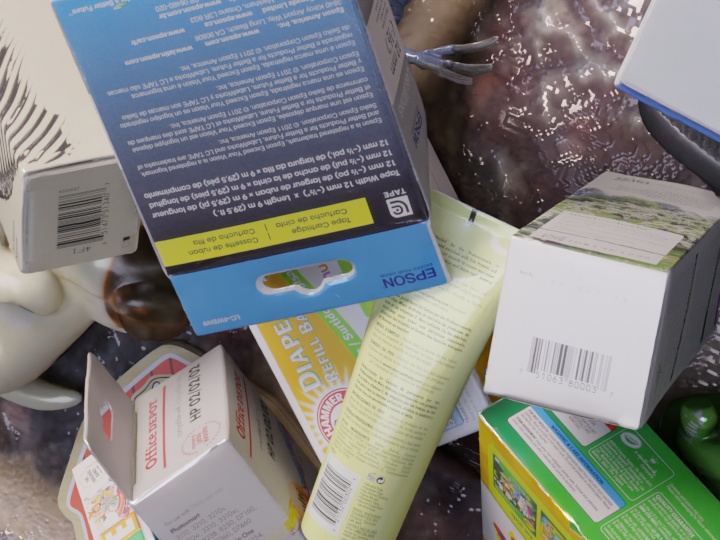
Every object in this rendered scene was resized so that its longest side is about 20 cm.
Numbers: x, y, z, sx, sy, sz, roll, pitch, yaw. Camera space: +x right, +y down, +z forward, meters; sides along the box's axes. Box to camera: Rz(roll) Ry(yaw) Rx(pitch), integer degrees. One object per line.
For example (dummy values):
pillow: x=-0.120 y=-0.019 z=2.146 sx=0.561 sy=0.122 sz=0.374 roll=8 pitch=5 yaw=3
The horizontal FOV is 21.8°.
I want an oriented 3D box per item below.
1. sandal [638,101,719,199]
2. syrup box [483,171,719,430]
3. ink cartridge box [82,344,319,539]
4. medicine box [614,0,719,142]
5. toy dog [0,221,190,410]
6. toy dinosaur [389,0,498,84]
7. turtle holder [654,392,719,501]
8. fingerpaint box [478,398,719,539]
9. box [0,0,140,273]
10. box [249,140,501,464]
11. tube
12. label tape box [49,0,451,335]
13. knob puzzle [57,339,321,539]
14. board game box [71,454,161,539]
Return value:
sandal: x=0.223 y=-0.037 z=0.969 sx=0.200 sy=0.076 sz=0.043 roll=38 pitch=136 yaw=9
syrup box: x=0.132 y=0.009 z=0.942 sx=0.078 sy=0.200 sz=0.082 roll=13 pitch=105 yaw=18
ink cartridge box: x=-0.070 y=0.125 z=1.046 sx=0.068 sy=0.115 sz=0.200 roll=-33 pitch=114 yaw=8
medicine box: x=0.236 y=-0.102 z=0.874 sx=0.181 sy=0.200 sz=0.104 roll=29 pitch=110 yaw=12
toy dog: x=-0.178 y=0.002 z=1.099 sx=0.199 sy=0.140 sz=0.195 roll=-13 pitch=111 yaw=24
toy dinosaur: x=-0.012 y=-0.165 z=0.991 sx=0.199 sy=0.181 sz=0.106 roll=22 pitch=125 yaw=47
turtle holder: x=0.223 y=0.118 z=0.968 sx=0.184 sy=0.141 sz=0.133 roll=-7 pitch=102 yaw=21
fingerpaint box: x=0.146 y=0.171 z=0.963 sx=0.200 sy=0.073 sz=0.168 roll=49 pitch=158 yaw=36
box: x=-0.181 y=-0.100 z=1.022 sx=0.083 sy=0.068 sz=0.201 roll=102 pitch=148 yaw=-46
box: x=0.000 y=0.000 z=1.038 sx=0.112 sy=0.101 sz=0.201 roll=-25 pitch=98 yaw=24
tube: x=0.025 y=0.057 z=0.969 sx=0.058 sy=0.052 sz=0.201 roll=10 pitch=111 yaw=-25
label tape box: x=-0.047 y=-0.076 z=0.921 sx=0.142 sy=0.066 sz=0.201 roll=-12 pitch=123 yaw=15
knob puzzle: x=-0.106 y=0.144 z=1.163 sx=0.218 sy=0.030 sz=0.222 roll=5 pitch=105 yaw=20
board game box: x=-0.090 y=0.196 z=1.025 sx=0.034 sy=0.200 sz=0.135 roll=-35 pitch=124 yaw=2
